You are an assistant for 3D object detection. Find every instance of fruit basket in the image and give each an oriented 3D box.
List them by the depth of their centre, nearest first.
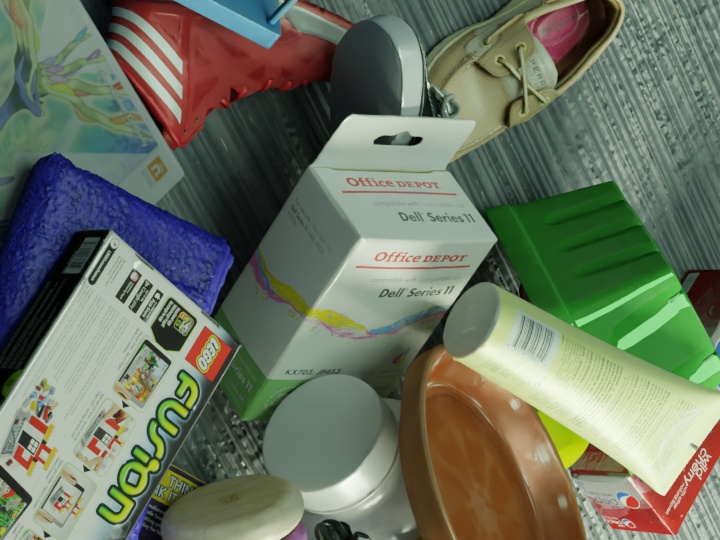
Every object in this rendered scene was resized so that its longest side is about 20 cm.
[{"bbox_3d":[0.124,0.058,1.607,0.216,0.216,0.156,-47,119,-31],"label":"fruit basket"}]

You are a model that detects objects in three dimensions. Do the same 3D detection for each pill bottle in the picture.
[{"bbox_3d":[0.020,0.148,1.510,0.200,0.111,0.111,51,58,-47],"label":"pill bottle"}]

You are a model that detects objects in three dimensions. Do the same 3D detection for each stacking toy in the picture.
[{"bbox_3d":[-0.055,0.225,1.425,0.085,0.085,0.200,-27,112,-38],"label":"stacking toy"}]

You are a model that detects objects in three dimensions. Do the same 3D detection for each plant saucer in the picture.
[{"bbox_3d":[0.078,0.140,1.452,0.200,0.032,0.200,46,31,-37],"label":"plant saucer"}]

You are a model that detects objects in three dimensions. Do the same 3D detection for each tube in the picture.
[{"bbox_3d":[0.139,0.071,1.482,0.200,0.058,0.052,28,52,-30],"label":"tube"}]

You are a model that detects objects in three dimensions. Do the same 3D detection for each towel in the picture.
[{"bbox_3d":[-0.150,0.051,1.347,0.148,0.050,0.200,27,75,-43],"label":"towel"}]

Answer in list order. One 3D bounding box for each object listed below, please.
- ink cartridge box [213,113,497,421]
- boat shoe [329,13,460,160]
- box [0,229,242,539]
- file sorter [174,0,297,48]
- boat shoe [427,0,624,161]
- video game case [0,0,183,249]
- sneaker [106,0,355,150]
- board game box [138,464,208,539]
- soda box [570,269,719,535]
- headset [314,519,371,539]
[{"bbox_3d":[0.000,0.000,1.470,0.117,0.067,0.200,-1,136,-41],"label":"ink cartridge box"},{"bbox_3d":[0.027,-0.091,1.506,0.068,0.074,0.199,-26,145,-22],"label":"boat shoe"},{"bbox_3d":[-0.156,0.090,1.295,0.110,0.035,0.200,44,65,-30],"label":"box"},{"bbox_3d":[-0.101,-0.249,1.366,0.200,0.123,0.139,25,39,-29],"label":"file sorter"},{"bbox_3d":[0.106,-0.139,1.639,0.200,0.069,0.074,-44,118,-32],"label":"boat shoe"},{"bbox_3d":[-0.205,-0.077,1.338,0.182,0.022,0.200,-47,120,-31],"label":"video game case"},{"bbox_3d":[-0.080,-0.122,1.489,0.200,0.078,0.116,21,90,-35],"label":"sneaker"},{"bbox_3d":[-0.148,0.192,1.426,0.200,0.057,0.165,35,66,-36],"label":"board game box"},{"bbox_3d":[0.234,0.094,1.758,0.070,0.063,0.200,50,60,-29],"label":"soda box"},{"bbox_3d":[0.023,0.212,1.455,0.123,0.094,0.200,-33,154,2],"label":"headset"}]
